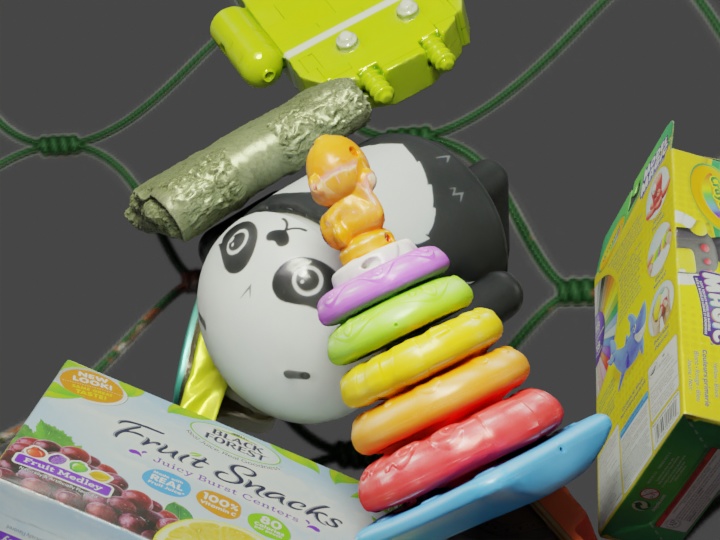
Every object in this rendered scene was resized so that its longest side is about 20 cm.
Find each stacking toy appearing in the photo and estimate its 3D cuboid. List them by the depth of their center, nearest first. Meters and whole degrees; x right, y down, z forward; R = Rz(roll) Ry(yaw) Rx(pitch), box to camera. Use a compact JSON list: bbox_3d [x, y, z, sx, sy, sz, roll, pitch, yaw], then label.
[{"bbox_3d":[0.021,0.027,0.944,0.109,0.201,0.116,-29,-5,40],"label":"stacking toy"}]

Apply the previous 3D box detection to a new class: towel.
[{"bbox_3d":[-0.068,-0.064,1.156,0.148,0.037,0.200,-32,7,-9],"label":"towel"}]

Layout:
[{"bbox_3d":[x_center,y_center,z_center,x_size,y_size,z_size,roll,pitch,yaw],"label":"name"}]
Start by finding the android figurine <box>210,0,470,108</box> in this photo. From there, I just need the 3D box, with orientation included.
[{"bbox_3d":[-0.006,-0.175,1.304,0.181,0.041,0.200,-27,46,-7],"label":"android figurine"}]

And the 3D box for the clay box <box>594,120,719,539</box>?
[{"bbox_3d":[0.162,0.030,1.019,0.047,0.115,0.201,14,50,-9],"label":"clay box"}]

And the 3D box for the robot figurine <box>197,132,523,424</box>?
[{"bbox_3d":[0.001,-0.001,1.070,0.200,0.125,0.150,-33,3,-39],"label":"robot figurine"}]

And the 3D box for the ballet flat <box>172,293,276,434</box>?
[{"bbox_3d":[-0.084,0.091,1.087,0.067,0.067,0.201,17,57,3],"label":"ballet flat"}]

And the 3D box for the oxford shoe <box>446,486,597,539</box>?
[{"bbox_3d":[0.106,0.175,0.944,0.072,0.071,0.200,-32,35,-5],"label":"oxford shoe"}]

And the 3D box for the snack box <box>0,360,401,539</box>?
[{"bbox_3d":[-0.077,0.126,0.956,0.199,0.053,0.142,23,19,-2],"label":"snack box"}]
